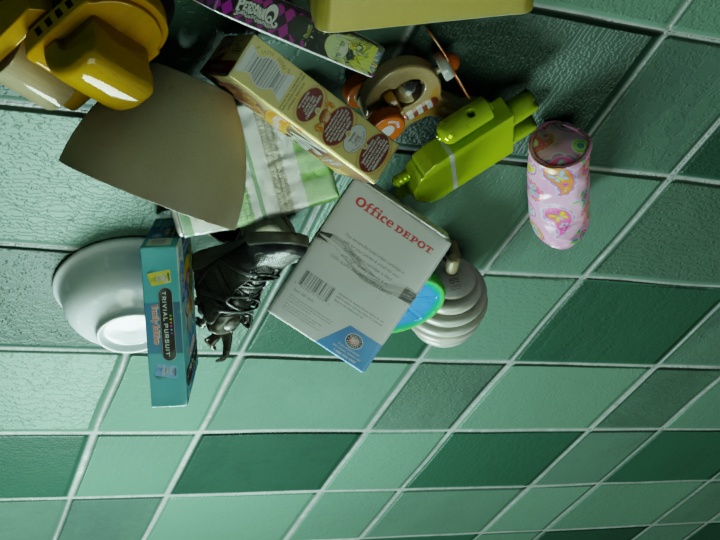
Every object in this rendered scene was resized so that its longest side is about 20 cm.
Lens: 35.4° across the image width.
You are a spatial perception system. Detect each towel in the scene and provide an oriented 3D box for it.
[{"bbox_3d":[-0.136,-0.128,1.331,0.199,0.031,0.150,-14,112,-3],"label":"towel"}]

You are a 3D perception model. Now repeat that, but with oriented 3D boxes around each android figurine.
[{"bbox_3d":[0.127,-0.149,1.389,0.200,0.041,0.182,-32,164,0],"label":"android figurine"}]

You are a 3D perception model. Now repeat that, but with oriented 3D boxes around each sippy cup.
[{"bbox_3d":[0.035,-0.003,1.540,0.177,0.131,0.140,-27,146,19],"label":"sippy cup"}]

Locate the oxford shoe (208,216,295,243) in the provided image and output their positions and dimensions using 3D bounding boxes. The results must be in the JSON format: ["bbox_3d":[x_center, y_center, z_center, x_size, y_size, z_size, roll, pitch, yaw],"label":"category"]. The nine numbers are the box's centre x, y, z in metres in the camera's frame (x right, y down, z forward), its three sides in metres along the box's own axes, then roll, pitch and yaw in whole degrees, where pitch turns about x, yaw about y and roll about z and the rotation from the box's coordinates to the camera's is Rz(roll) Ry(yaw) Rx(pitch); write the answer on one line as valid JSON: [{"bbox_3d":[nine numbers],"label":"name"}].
[{"bbox_3d":[-0.157,-0.056,1.443,0.071,0.074,0.200,-35,141,28],"label":"oxford shoe"}]

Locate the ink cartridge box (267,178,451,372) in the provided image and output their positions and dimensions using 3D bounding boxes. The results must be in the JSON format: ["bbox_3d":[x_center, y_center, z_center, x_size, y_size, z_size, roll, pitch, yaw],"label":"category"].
[{"bbox_3d":[0.000,0.000,1.405,0.144,0.084,0.200,34,100,-5],"label":"ink cartridge box"}]

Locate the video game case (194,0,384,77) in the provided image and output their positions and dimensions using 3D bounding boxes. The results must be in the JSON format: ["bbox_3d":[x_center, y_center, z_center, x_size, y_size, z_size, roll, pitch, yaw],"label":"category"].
[{"bbox_3d":[-0.099,-0.252,1.083,0.181,0.200,0.036,16,103,-37],"label":"video game case"}]

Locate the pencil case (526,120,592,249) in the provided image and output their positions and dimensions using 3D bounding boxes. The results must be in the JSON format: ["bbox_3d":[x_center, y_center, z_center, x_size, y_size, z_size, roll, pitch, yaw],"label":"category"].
[{"bbox_3d":[0.268,-0.114,1.511,0.087,0.088,0.200,-15,147,2],"label":"pencil case"}]

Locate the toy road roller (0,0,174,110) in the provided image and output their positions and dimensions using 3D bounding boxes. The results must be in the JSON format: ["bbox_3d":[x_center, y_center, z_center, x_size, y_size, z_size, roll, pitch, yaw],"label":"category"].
[{"bbox_3d":[-0.278,-0.213,1.106,0.200,0.146,0.123,-32,142,25],"label":"toy road roller"}]

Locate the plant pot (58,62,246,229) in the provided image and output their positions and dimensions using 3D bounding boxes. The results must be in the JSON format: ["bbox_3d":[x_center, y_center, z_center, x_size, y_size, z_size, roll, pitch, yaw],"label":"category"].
[{"bbox_3d":[-0.203,-0.142,1.205,0.200,0.200,0.135,20,94,-40],"label":"plant pot"}]

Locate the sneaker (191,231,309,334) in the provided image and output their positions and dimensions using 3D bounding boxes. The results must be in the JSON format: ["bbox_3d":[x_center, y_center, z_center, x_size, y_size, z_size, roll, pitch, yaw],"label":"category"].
[{"bbox_3d":[-0.134,0.016,1.384,0.199,0.115,0.076,-17,160,40],"label":"sneaker"}]

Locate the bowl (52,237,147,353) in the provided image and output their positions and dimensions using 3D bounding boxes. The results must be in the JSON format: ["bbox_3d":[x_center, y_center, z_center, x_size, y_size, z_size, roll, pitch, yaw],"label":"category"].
[{"bbox_3d":[-0.313,0.050,1.528,0.200,0.091,0.201,-10,147,-6],"label":"bowl"}]

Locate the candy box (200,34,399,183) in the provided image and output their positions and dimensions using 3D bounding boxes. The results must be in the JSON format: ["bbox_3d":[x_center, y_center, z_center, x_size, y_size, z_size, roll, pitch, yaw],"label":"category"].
[{"bbox_3d":[-0.066,-0.174,1.212,0.200,0.115,0.055,35,87,-24],"label":"candy box"}]

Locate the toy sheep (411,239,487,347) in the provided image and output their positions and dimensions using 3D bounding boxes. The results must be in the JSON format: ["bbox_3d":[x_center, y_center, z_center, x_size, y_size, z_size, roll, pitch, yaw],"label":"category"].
[{"bbox_3d":[0.121,0.036,1.626,0.137,0.138,0.200,-11,146,-4],"label":"toy sheep"}]

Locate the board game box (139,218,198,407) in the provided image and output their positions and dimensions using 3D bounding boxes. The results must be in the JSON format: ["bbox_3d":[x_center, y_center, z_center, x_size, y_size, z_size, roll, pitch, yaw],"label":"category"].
[{"bbox_3d":[-0.236,0.048,1.407,0.047,0.151,0.201,-2,106,-2],"label":"board game box"}]

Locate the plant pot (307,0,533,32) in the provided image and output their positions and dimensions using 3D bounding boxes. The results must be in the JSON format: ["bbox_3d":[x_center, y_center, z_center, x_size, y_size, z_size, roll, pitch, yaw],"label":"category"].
[{"bbox_3d":[0.042,-0.348,1.000,0.199,0.200,0.177,-7,134,-10],"label":"plant pot"}]

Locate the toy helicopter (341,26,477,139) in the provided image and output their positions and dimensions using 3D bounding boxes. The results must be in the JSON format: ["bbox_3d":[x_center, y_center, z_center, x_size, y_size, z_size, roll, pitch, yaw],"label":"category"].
[{"bbox_3d":[0.085,-0.209,1.331,0.200,0.079,0.132,9,132,-47],"label":"toy helicopter"}]

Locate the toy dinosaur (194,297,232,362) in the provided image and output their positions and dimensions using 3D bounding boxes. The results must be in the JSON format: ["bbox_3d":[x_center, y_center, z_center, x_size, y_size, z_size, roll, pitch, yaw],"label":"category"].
[{"bbox_3d":[-0.177,0.040,1.497,0.077,0.200,0.102,32,122,-6],"label":"toy dinosaur"}]
